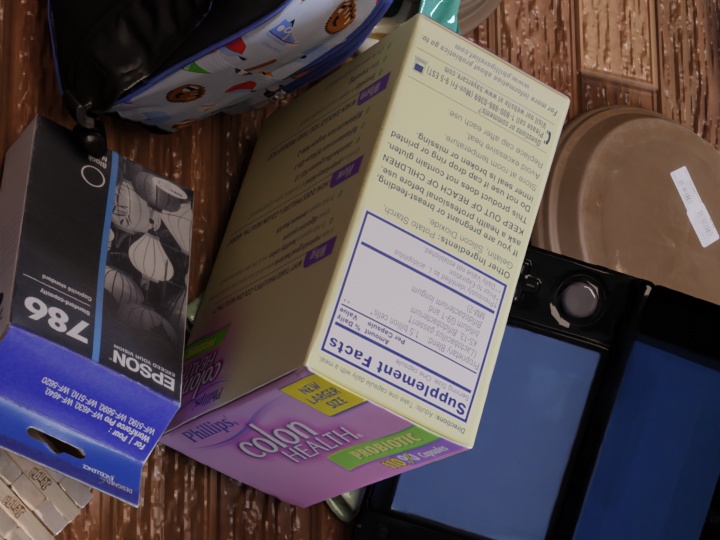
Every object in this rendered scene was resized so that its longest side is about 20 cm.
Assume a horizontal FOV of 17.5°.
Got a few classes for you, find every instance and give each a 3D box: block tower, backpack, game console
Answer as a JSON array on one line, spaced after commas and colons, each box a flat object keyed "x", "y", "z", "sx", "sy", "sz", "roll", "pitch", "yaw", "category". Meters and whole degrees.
[{"x": -0.193, "y": 0.133, "z": 1.125, "sx": 0.054, "sy": 0.058, "sz": 0.200, "roll": 49, "pitch": 58, "yaw": -10, "category": "block tower"}, {"x": -0.065, "y": -0.173, "z": 1.209, "sx": 0.154, "sy": 0.190, "sz": 0.201, "roll": 4, "pitch": 69, "yaw": -51, "category": "backpack"}, {"x": 0.100, "y": 0.096, "z": 1.205, "sx": 0.175, "sy": 0.116, "sz": 0.200, "roll": 17, "pitch": 93, "yaw": 0, "category": "game console"}]

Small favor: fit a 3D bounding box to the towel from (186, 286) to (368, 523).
[{"x": 0.010, "y": 0.023, "z": 1.307, "sx": 0.153, "sy": 0.023, "sz": 0.200, "roll": 51, "pitch": 58, "yaw": -9, "category": "towel"}]

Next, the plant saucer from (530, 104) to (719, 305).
[{"x": 0.183, "y": -0.008, "z": 1.405, "sx": 0.200, "sy": 0.029, "sz": 0.201, "roll": 16, "pitch": 64, "yaw": -35, "category": "plant saucer"}]

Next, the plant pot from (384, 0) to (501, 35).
[{"x": 0.026, "y": -0.230, "z": 1.346, "sx": 0.200, "sy": 0.093, "sz": 0.201, "roll": 9, "pitch": 73, "yaw": -31, "category": "plant pot"}]

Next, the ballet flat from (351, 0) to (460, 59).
[{"x": 0.026, "y": -0.148, "z": 1.279, "sx": 0.070, "sy": 0.067, "sz": 0.201, "roll": 7, "pitch": 112, "yaw": -15, "category": "ballet flat"}]

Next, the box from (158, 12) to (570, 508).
[{"x": 0.000, "y": 0.000, "z": 1.189, "sx": 0.097, "sy": 0.176, "sz": 0.200, "roll": 28, "pitch": 63, "yaw": -20, "category": "box"}]

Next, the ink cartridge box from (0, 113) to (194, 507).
[{"x": -0.135, "y": 0.016, "z": 1.158, "sx": 0.099, "sy": 0.039, "sz": 0.200, "roll": 27, "pitch": 39, "yaw": -25, "category": "ink cartridge box"}]
